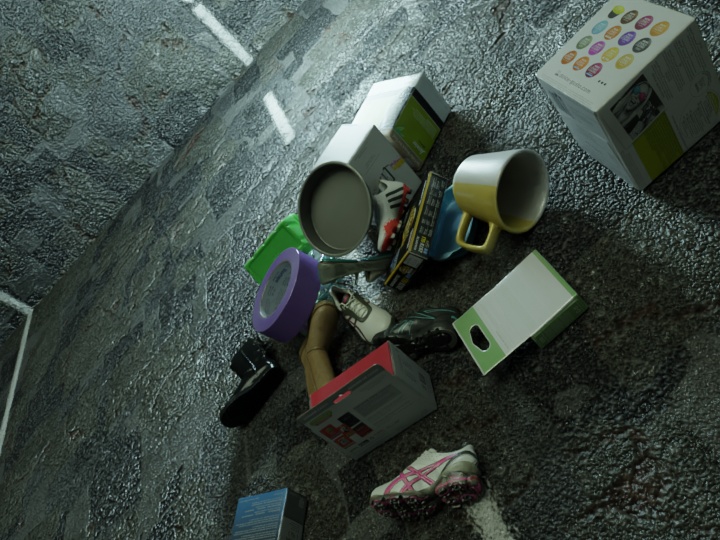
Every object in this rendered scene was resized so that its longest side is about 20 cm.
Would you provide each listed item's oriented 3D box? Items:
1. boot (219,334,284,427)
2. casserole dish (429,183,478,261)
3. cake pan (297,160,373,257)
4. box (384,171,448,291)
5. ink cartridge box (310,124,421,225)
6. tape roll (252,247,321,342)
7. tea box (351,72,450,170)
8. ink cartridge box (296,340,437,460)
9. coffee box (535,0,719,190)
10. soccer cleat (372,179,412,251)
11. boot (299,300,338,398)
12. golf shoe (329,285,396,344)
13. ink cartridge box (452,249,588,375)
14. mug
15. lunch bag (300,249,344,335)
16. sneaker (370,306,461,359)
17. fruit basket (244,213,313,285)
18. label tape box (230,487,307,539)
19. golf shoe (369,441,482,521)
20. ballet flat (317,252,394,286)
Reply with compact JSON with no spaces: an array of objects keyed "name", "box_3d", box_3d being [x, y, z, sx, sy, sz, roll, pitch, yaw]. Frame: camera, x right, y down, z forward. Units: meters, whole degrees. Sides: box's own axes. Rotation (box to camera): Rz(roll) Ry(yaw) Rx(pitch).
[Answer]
[{"name":"boot","box_3d":[-0.275,0.259,1.575,0.198,0.074,0.162,-46,36,-5]},{"name":"casserole dish","box_3d":[0.197,-0.098,1.376,0.119,0.039,0.204,-14,48,43]},{"name":"cake pan","box_3d":[-0.050,-0.133,1.427,0.195,0.036,0.207,4,97,34]},{"name":"box","box_3d":[0.116,-0.079,1.380,0.160,0.048,0.204,118,170,-62]},{"name":"ink cartridge box","box_3d":[0.016,-0.223,1.562,0.146,0.200,0.146,16,68,54]},{"name":"tape roll","box_3d":[-0.167,0.055,1.484,0.200,0.065,0.204,-43,33,36]},{"name":"tea box","box_3d":[0.090,-0.368,1.670,0.198,0.133,0.200,8,64,52]},{"name":"ink cartridge box","box_3d":[0.007,0.226,1.177,0.198,0.175,0.085,-36,36,20]},{"name":"coffee box","box_3d":[0.457,-0.304,1.113,0.197,0.199,0.201,-42,35,10]},{"name":"soccer cleat","box_3d":[0.053,-0.122,1.432,0.069,0.083,0.203,105,-176,-52]},{"name":"boot","box_3d":[-0.072,0.191,1.376,0.202,0.064,0.179,-112,34,-55]},{"name":"golf shoe","box_3d":[-0.002,0.093,1.393,0.078,0.088,0.198,-53,35,-8]},{"name":"ink cartridge box","box_3d":[0.266,0.077,1.121,0.200,0.048,0.147,-44,34,11]},{"name":"mug","box_3d":[0.242,-0.147,1.251,0.186,0.152,0.152,-40,31,-22]},{"name":"lunch bag","box_3d":[-0.115,0.041,1.581,0.160,0.077,0.202,-41,35,15]},{"name":"sneaker","box_3d":[0.110,0.120,1.263,0.196,0.076,0.080,-14,35,33]},{"name":"fruit basket","box_3d":[-0.201,-0.040,1.739,0.216,0.155,0.216,-45,-11,-11]},{"name":"label tape box","box_3d":[-0.182,0.524,1.224,0.142,0.063,0.204,-23,43,35]},{"name":"golf shoe","box_3d":[0.104,0.339,1.056,0.196,0.073,0.094,-22,36,22]},{"name":"ballet flat","box_3d":[0.000,0.000,1.445,0.067,0.194,0.066,-170,76,-72]}]
